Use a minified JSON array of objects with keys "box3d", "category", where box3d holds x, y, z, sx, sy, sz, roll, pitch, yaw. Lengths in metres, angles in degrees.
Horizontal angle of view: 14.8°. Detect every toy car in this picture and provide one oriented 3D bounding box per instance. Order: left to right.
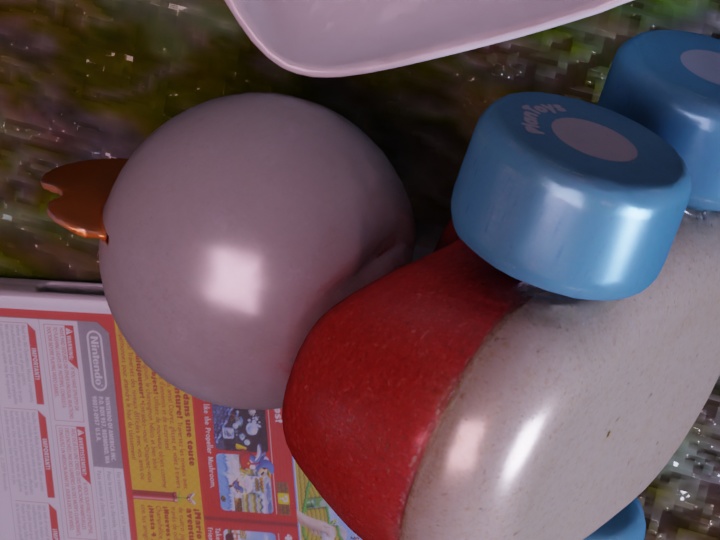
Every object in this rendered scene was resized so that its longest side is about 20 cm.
[{"box3d":[0.000,0.000,0.835,0.200,0.177,0.184,29,118,20],"category":"toy car"}]

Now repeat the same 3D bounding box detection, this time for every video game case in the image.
[{"box3d":[-0.060,0.074,0.957,0.200,0.017,0.143,3,113,16],"category":"video game case"}]

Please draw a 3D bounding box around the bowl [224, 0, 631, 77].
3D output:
[{"box3d":[0.032,-0.172,0.794,0.200,0.075,0.200,-16,106,24],"category":"bowl"}]
